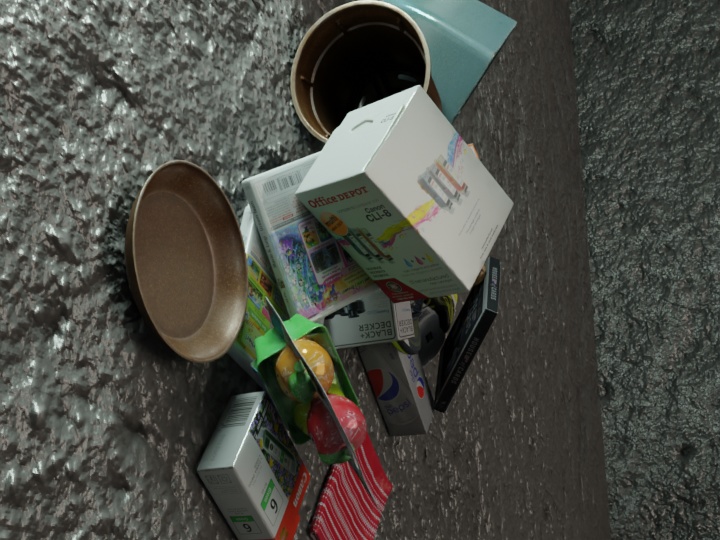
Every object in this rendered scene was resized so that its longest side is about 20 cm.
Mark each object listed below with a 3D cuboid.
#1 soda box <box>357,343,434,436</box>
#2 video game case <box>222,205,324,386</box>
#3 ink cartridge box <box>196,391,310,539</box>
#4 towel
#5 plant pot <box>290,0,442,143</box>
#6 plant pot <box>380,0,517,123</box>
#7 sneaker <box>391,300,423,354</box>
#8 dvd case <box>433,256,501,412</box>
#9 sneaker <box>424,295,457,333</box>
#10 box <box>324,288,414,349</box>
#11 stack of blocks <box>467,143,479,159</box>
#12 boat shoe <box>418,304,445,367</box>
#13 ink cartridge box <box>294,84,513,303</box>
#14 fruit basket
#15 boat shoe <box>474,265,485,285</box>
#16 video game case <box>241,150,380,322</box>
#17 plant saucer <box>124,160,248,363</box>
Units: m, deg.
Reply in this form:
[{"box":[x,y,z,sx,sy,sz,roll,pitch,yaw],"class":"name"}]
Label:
[{"box":[0.051,0.147,1.369,0.069,0.062,0.203,-60,136,-54],"class":"soda box"},{"box":[-0.101,0.054,1.105,0.201,0.022,0.185,55,35,-47],"class":"video game case"},{"box":[-0.100,0.244,1.004,0.110,0.049,0.202,-68,142,-51],"class":"ink cartridge box"},{"box":[-0.009,0.316,1.226,0.201,0.022,0.146,-66,140,-51],"class":"towel"},{"box":[0.026,-0.246,1.310,0.198,0.196,0.205,25,59,-71],"class":"plant pot"},{"box":[0.105,-0.349,1.477,0.198,0.197,0.197,34,35,1],"class":"plant pot"},{"box":[0.071,0.018,1.274,0.074,0.079,0.205,-21,108,-61],"class":"sneaker"},{"box":[0.164,0.098,1.411,0.151,0.024,0.202,-74,-174,-58],"class":"dvd case"},{"box":[0.102,0.028,1.482,0.200,0.074,0.086,45,35,-38],"class":"sneaker"},{"box":[0.000,0.000,1.238,0.060,0.115,0.205,-2,85,-66],"class":"box"},{"box":[0.083,-0.126,1.377,0.198,0.115,0.060,-18,82,-43],"class":"stack of blocks"},{"box":[0.085,0.094,1.457,0.070,0.071,0.201,45,-10,23],"class":"boat shoe"},{"box":[0.053,-0.086,1.092,0.200,0.144,0.146,46,59,-23],"class":"ink cartridge box"},{"box":[-0.047,0.147,0.975,0.201,0.092,0.187,-122,-171,-53],"class":"fruit basket"},{"box":[0.089,-0.010,1.401,0.072,0.196,0.074,168,-73,-82],"class":"boat shoe"},{"box":[-0.035,-0.051,1.124,0.198,0.023,0.185,-26,100,-40],"class":"video game case"},{"box":[-0.179,-0.007,0.927,0.200,0.036,0.205,-8,90,-67],"class":"plant saucer"}]
